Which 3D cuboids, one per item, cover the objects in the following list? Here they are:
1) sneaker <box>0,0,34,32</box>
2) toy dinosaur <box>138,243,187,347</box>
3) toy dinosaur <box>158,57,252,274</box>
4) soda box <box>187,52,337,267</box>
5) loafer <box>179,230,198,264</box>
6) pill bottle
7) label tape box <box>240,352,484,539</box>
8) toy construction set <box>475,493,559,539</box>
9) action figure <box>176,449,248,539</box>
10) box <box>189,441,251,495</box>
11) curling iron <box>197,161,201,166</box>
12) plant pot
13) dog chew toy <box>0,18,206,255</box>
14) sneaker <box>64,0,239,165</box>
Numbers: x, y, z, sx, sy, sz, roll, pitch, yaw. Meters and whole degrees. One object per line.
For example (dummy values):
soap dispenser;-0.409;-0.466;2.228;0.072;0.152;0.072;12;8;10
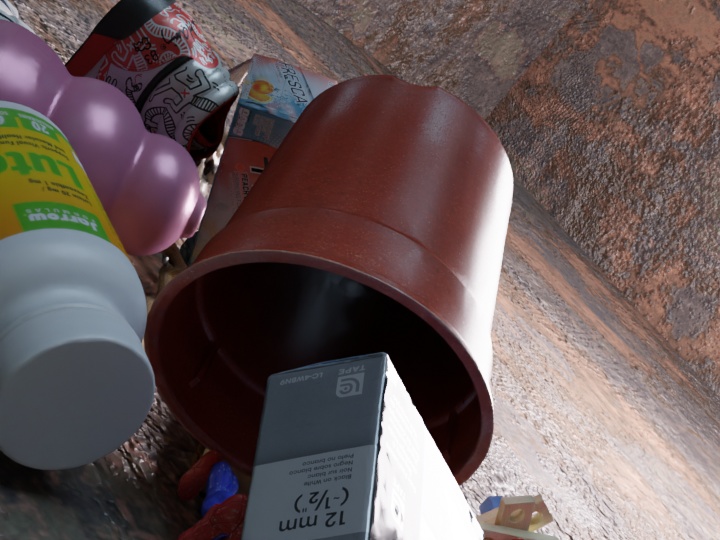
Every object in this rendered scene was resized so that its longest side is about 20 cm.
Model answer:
sneaker;-0.322;-0.196;1.055;0.129;0.080;0.200;33;15;-28
toy dinosaur;-0.138;0.030;0.942;0.199;0.058;0.102;15;43;-47
toy dinosaur;-0.151;-0.094;1.067;0.135;0.201;0.086;43;42;19
soda box;-0.076;-0.047;0.980;0.063;0.201;0.069;17;39;-6
loafer;-0.069;0.021;1.093;0.200;0.072;0.073;50;15;31
pill bottle;-0.177;0.006;0.733;0.111;0.111;0.200;29;18;-43
label tape box;0.001;0.159;0.590;0.201;0.065;0.144;-85;155;-46
toy construction set;0.037;0.137;0.907;0.131;0.092;0.200;34;3;-33
action figure;-0.072;0.152;0.700;0.065;0.099;0.200;36;-9;-9
box;-0.020;0.156;0.905;0.200;0.021;0.164;40;12;-10
curling iron;-0.196;-0.103;1.034;0.199;0.050;0.026;18;-15;35
plant pot;0.000;0.000;0.825;0.200;0.200;0.196;37;44;-16
dog chew toy;-0.191;-0.074;0.878;0.198;0.125;0.125;25;16;-10
sneaker;-0.166;-0.095;0.963;0.108;0.201;0.067;49;35;-1
